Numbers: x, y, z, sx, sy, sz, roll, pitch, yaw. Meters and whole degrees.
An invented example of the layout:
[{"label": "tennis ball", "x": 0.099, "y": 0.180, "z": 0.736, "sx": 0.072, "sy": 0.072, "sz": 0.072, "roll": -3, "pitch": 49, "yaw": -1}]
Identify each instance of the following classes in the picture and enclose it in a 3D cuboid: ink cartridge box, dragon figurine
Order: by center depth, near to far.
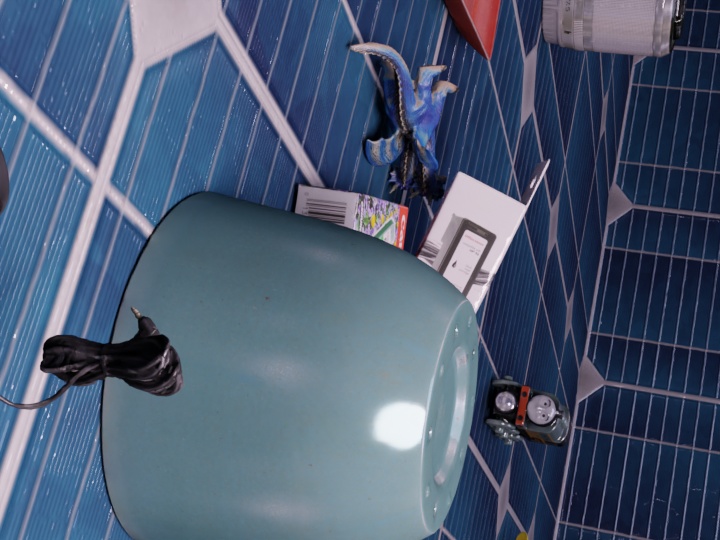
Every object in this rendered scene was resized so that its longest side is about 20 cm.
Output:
[{"label": "ink cartridge box", "x": 0.000, "y": 0.000, "z": 0.860, "sx": 0.200, "sy": 0.049, "sz": 0.111, "roll": 4, "pitch": 94, "yaw": -72}, {"label": "dragon figurine", "x": 0.038, "y": -0.114, "z": 0.921, "sx": 0.200, "sy": 0.058, "sz": 0.101, "roll": 28, "pitch": 71, "yaw": -74}, {"label": "ink cartridge box", "x": 0.085, "y": -0.016, "z": 0.969, "sx": 0.202, "sy": 0.067, "sz": 0.116, "roll": -64, "pitch": 178, "yaw": 4}]

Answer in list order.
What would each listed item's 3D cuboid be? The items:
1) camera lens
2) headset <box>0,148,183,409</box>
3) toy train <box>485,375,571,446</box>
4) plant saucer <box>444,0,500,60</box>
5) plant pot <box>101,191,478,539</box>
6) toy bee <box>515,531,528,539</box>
[{"label": "camera lens", "x": 0.378, "y": -0.402, "z": 1.671, "sx": 0.160, "sy": 0.197, "sz": 0.163, "roll": 8, "pitch": 90, "yaw": -73}, {"label": "headset", "x": -0.137, "y": -0.001, "z": 0.335, "sx": 0.200, "sy": 0.093, "sz": 0.125, "roll": 43, "pitch": 56, "yaw": -56}, {"label": "toy train", "x": 0.251, "y": 0.213, "z": 1.677, "sx": 0.200, "sy": 0.112, "sz": 0.087, "roll": 51, "pitch": 49, "yaw": -68}, {"label": "plant saucer", "x": 0.111, "y": -0.334, "z": 1.101, "sx": 0.200, "sy": 0.036, "sz": 0.203, "roll": 34, "pitch": 65, "yaw": -72}, {"label": "plant pot", "x": -0.023, "y": 0.068, "z": 0.629, "sx": 0.200, "sy": 0.158, "sz": 0.204, "roll": 8, "pitch": 90, "yaw": -74}, {"label": "toy bee", "x": 0.277, "y": 0.537, "z": 1.970, "sx": 0.201, "sy": 0.107, "sz": 0.132, "roll": 55, "pitch": 49, "yaw": -31}]
